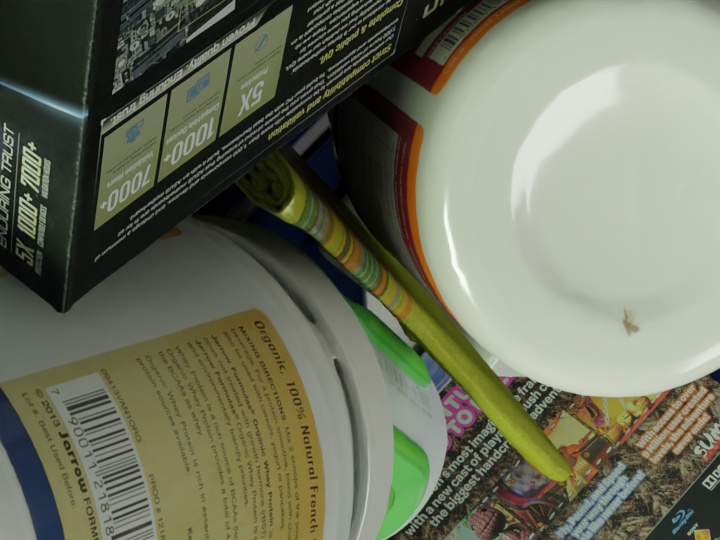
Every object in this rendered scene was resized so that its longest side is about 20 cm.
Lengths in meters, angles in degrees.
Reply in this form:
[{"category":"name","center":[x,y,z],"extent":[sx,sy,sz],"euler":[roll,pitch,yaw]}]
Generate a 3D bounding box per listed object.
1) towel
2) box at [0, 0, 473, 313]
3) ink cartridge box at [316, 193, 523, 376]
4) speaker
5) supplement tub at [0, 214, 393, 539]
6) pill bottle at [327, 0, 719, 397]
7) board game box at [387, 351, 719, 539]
[{"category":"towel","center":[0.000,0.000,0.760],"extent":[0.018,0.086,0.200],"euler":[-40,143,3]},{"category":"box","center":[-0.024,-0.116,0.586],"extent":[0.200,0.086,0.164],"euler":[-40,156,-35]},{"category":"ink cartridge box","center":[0.086,-0.039,0.972],"extent":[0.146,0.084,0.200],"euler":[-57,161,10]},{"category":"speaker","center":[-0.028,0.042,0.846],"extent":[0.089,0.088,0.200],"euler":[-53,160,-2]},{"category":"supplement tub","center":[-0.090,0.058,0.639],"extent":[0.200,0.144,0.145],"euler":[-15,138,-60]},{"category":"pill bottle","center":[0.051,-0.039,0.738],"extent":[0.110,0.109,0.200],"euler":[-55,-165,4]},{"category":"board game box","center":[0.094,0.118,1.081],"extent":[0.159,0.200,0.097],"euler":[-44,160,-23]}]
